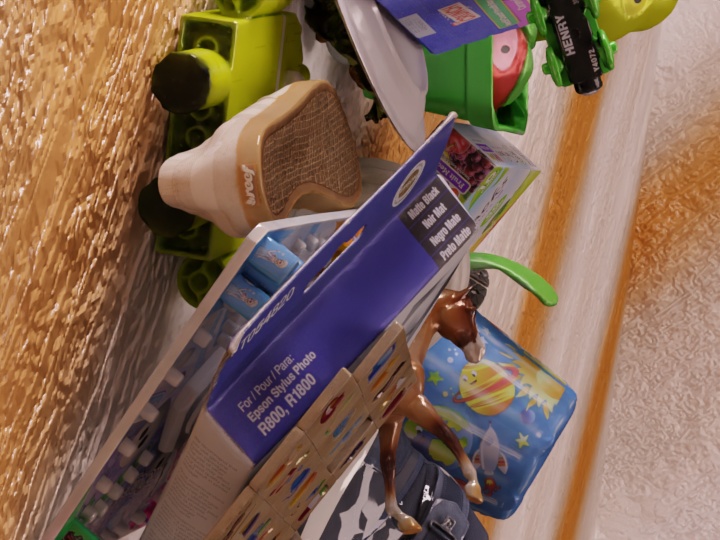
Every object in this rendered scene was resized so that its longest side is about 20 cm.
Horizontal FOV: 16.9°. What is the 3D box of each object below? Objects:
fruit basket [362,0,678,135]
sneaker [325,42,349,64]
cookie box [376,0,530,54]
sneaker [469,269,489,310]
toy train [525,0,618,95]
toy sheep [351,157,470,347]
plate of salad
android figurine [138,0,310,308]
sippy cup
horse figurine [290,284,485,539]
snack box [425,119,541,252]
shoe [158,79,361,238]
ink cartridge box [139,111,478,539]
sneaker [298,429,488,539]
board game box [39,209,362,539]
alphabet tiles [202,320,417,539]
[{"bbox_3d":[0.108,-0.188,1.545,0.155,0.214,0.217,-6,105,-77],"label":"fruit basket"},{"bbox_3d":[0.021,-0.221,1.454,0.070,0.080,0.202,25,76,-79],"label":"sneaker"},{"bbox_3d":[0.031,-0.236,1.328,0.171,0.075,0.201,23,52,-77],"label":"cookie box"},{"bbox_3d":[0.033,0.058,1.782,0.090,0.078,0.200,114,2,-47],"label":"sneaker"},{"bbox_3d":[0.090,-0.188,1.262,0.056,0.042,0.201,-101,173,-75],"label":"toy train"},{"bbox_3d":[0.000,0.000,1.409,0.200,0.137,0.139,-86,-177,-80],"label":"toy sheep"},{"bbox_3d":[-0.009,-0.156,1.333,0.200,0.048,0.201,-19,90,-80],"label":"plate of salad"},{"bbox_3d":[-0.065,-0.074,1.266,0.200,0.041,0.183,-22,120,-74],"label":"android figurine"},{"bbox_3d":[0.062,0.088,1.539,0.140,0.130,0.178,-56,173,-38],"label":"sippy cup"},{"bbox_3d":[-0.020,0.084,1.299,0.050,0.199,0.133,69,6,-66],"label":"horse figurine"},{"bbox_3d":[0.045,-0.030,1.622,0.142,0.053,0.200,-51,171,9],"label":"snack box"},{"bbox_3d":[-0.045,-0.055,1.196,0.200,0.053,0.070,-26,105,-74],"label":"shoe"},{"bbox_3d":[-0.020,0.047,1.148,0.200,0.041,0.200,-46,169,-39],"label":"ink cartridge box"},{"bbox_3d":[-0.005,0.187,1.438,0.146,0.077,0.203,47,60,-24],"label":"sneaker"},{"bbox_3d":[-0.070,0.062,1.166,0.200,0.026,0.200,-55,172,10],"label":"board game box"},{"bbox_3d":[-0.031,0.101,1.146,0.167,0.008,0.200,-51,170,-6],"label":"alphabet tiles"}]
